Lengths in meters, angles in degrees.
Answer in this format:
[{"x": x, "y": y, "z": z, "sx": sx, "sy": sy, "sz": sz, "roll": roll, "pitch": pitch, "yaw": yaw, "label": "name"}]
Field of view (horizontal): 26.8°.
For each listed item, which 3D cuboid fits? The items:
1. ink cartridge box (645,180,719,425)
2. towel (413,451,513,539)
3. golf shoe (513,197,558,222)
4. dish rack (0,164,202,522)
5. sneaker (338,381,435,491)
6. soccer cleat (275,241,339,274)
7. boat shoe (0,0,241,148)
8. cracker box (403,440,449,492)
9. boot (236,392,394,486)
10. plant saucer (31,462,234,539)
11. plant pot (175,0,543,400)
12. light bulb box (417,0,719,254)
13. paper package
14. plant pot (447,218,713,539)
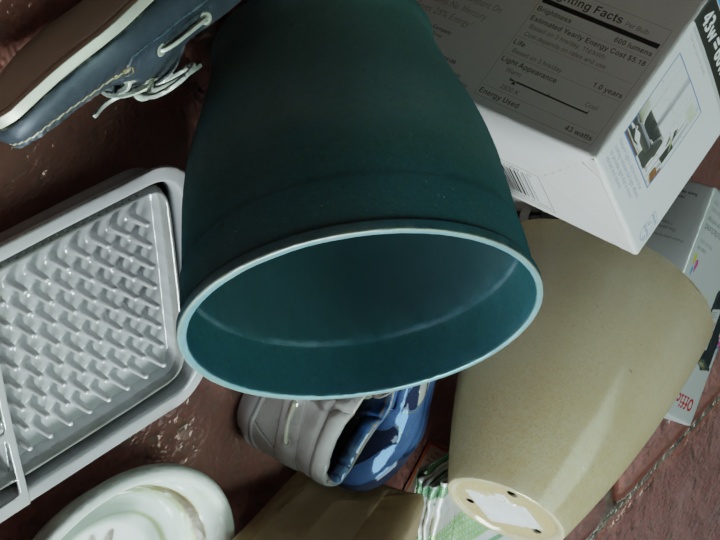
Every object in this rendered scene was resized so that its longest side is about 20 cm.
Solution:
[{"x": 0.275, "y": 0.028, "z": 1.373, "sx": 0.146, "sy": 0.083, "sz": 0.201, "roll": 25, "pitch": 85, "yaw": -56, "label": "ink cartridge box"}, {"x": 0.098, "y": 0.225, "z": 1.242, "sx": 0.149, "sy": 0.031, "sz": 0.201, "roll": -22, "pitch": 126, "yaw": -38, "label": "towel"}, {"x": 0.142, "y": -0.065, "z": 1.168, "sx": 0.200, "sy": 0.078, "sz": 0.095, "roll": 32, "pitch": 87, "yaw": -54, "label": "golf shoe"}, {"x": -0.175, "y": 0.037, "z": 0.859, "sx": 0.200, "sy": 0.043, "sz": 0.172, "roll": -32, "pitch": 134, "yaw": -36, "label": "dish rack"}, {"x": 0.021, "y": 0.062, "z": 1.103, "sx": 0.082, "sy": 0.074, "sz": 0.201, "roll": 43, "pitch": 68, "yaw": -55, "label": "sneaker"}, {"x": 0.000, "y": 0.000, "z": 0.987, "sx": 0.199, "sy": 0.070, "sz": 0.087, "roll": 8, "pitch": 92, "yaw": -22, "label": "soccer cleat"}, {"x": -0.118, "y": -0.126, "z": 0.800, "sx": 0.200, "sy": 0.075, "sz": 0.062, "roll": -52, "pitch": 128, "yaw": -30, "label": "boat shoe"}, {"x": 0.065, "y": 0.257, "z": 1.295, "sx": 0.134, "sy": 0.058, "sz": 0.201, "roll": 29, "pitch": 88, "yaw": -53, "label": "cracker box"}, {"x": -0.002, "y": 0.048, "z": 1.039, "sx": 0.073, "sy": 0.095, "sz": 0.201, "roll": 22, "pitch": 94, "yaw": -55, "label": "boot"}, {"x": -0.169, "y": 0.207, "z": 0.971, "sx": 0.200, "sy": 0.050, "sz": 0.201, "roll": -30, "pitch": 133, "yaw": -38, "label": "plant saucer"}, {"x": -0.012, "y": -0.054, "z": 0.853, "sx": 0.200, "sy": 0.199, "sz": 0.189, "roll": 37, "pitch": 39, "yaw": -55, "label": "plant pot"}, {"x": 0.147, "y": -0.154, "z": 1.009, "sx": 0.200, "sy": 0.198, "sz": 0.125, "roll": -53, "pitch": 146, "yaw": -11, "label": "light bulb box"}, {"x": -0.040, "y": 0.265, "z": 1.079, "sx": 0.191, "sy": 0.103, "sz": 0.201, "roll": -39, "pitch": 143, "yaw": -66, "label": "paper package"}, {"x": 0.146, "y": 0.098, "z": 1.143, "sx": 0.201, "sy": 0.186, "sz": 0.188, "roll": -63, "pitch": 148, "yaw": -26, "label": "plant pot"}]
